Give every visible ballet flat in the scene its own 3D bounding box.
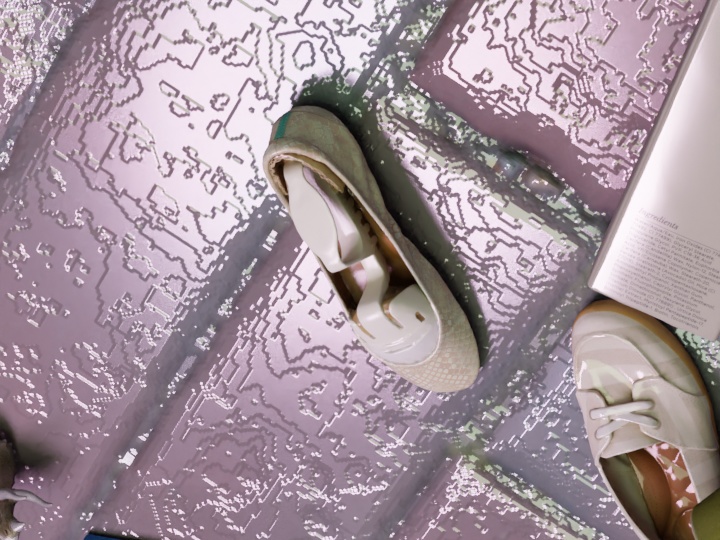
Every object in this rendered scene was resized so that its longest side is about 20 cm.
[{"bbox_3d":[0.000,0.000,1.335,0.067,0.062,0.201,-24,108,28],"label":"ballet flat"}]

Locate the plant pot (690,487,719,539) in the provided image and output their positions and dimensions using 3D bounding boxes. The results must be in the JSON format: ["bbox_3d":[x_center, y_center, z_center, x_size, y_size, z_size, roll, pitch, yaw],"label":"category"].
[{"bbox_3d":[0.313,0.129,1.252,0.187,0.187,0.200,41,107,-6],"label":"plant pot"}]

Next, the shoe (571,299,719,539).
[{"bbox_3d":[0.175,0.109,1.341,0.070,0.053,0.201,-18,111,25],"label":"shoe"}]

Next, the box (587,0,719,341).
[{"bbox_3d":[0.194,-0.069,1.231,0.082,0.068,0.201,24,122,4],"label":"box"}]

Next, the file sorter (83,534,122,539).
[{"bbox_3d":[-0.128,0.296,1.500,0.138,0.123,0.201,7,119,14],"label":"file sorter"}]

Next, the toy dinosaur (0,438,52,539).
[{"bbox_3d":[-0.295,0.114,1.498,0.200,0.077,0.102,40,110,0],"label":"toy dinosaur"}]
